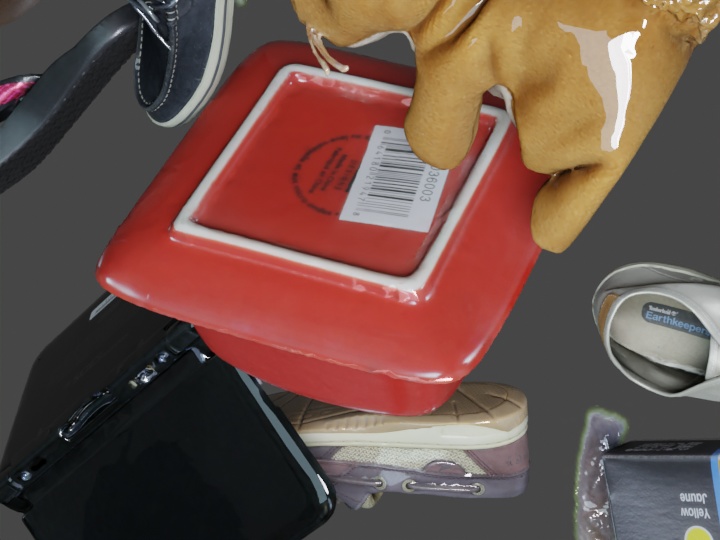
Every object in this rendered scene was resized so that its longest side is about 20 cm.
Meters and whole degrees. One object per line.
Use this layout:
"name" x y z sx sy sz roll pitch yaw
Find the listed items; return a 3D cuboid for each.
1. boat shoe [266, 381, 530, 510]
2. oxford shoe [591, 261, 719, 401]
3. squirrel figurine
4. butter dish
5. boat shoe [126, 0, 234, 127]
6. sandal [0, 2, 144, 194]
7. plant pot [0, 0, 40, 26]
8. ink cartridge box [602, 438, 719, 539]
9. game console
"boat shoe" 0.001 0.103 0.931 0.199 0.072 0.065 -5 104 20
"oxford shoe" 0.208 0.041 0.817 0.199 0.058 0.076 11 113 19
"squirrel figurine" 0.062 -0.139 0.719 0.186 0.142 0.200 32 140 0
"butter dish" 0.000 0.000 0.842 0.198 0.200 0.148 14 139 20
"boat shoe" -0.095 -0.153 0.817 0.201 0.062 0.075 109 144 -47
"sandal" -0.188 -0.095 0.936 0.200 0.075 0.045 -42 90 24
"plant pot" -0.202 -0.204 0.778 0.199 0.198 0.202 1 83 -11
"ink cartridge box" 0.225 0.183 0.828 0.197 0.047 0.201 -7 94 42
"game console" -0.107 0.087 0.942 0.116 0.176 0.200 36 125 -23
